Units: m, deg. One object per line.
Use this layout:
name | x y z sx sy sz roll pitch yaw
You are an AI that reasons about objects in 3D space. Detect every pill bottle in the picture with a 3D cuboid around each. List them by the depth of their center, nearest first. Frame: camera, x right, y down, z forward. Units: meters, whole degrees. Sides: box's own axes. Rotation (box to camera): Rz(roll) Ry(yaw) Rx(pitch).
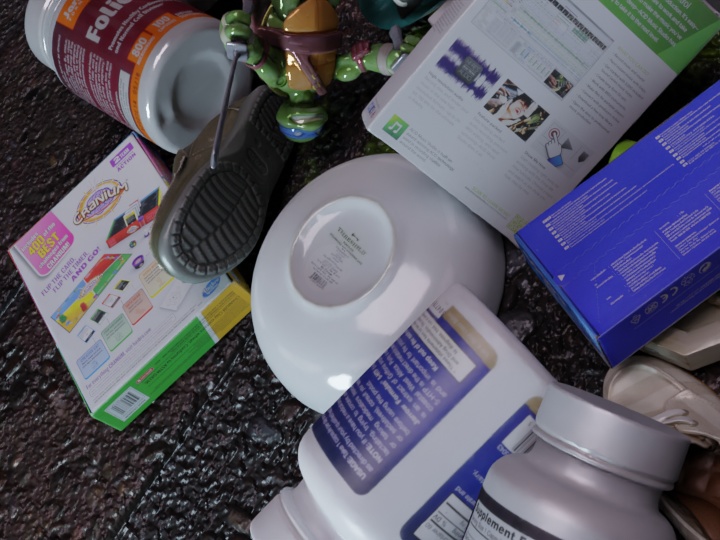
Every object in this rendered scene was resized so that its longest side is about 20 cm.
pill bottle | 0.105 0.170 0.646 0.110 0.111 0.203 23 93 35
pill bottle | 0.031 0.118 0.734 0.200 0.120 0.120 -44 53 2
pill bottle | -0.194 -0.186 1.012 0.199 0.114 0.115 31 83 36

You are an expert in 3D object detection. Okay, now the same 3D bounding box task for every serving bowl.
serving bowl | 0.000 0.000 0.844 0.197 0.066 0.203 -13 61 24

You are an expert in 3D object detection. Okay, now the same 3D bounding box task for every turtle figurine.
turtle figurine | -0.024 -0.181 0.843 0.141 0.200 0.197 1 105 5

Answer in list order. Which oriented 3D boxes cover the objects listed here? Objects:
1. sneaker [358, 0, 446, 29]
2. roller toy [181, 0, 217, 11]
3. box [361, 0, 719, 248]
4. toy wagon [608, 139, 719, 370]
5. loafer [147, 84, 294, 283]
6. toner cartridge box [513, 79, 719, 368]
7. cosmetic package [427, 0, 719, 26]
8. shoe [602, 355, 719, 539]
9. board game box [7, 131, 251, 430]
sneaker | 0.056 -0.242 0.872 0.072 0.080 0.199 51 130 -2
roller toy | -0.165 -0.330 1.025 0.199 0.182 0.140 34 84 37
box | 0.116 -0.130 0.765 0.200 0.144 0.036 -48 24 17
toy wagon | 0.225 -0.037 0.750 0.154 0.040 0.202 22 73 35
loafer | -0.111 -0.062 0.917 0.069 0.076 0.201 -15 32 35
toner cartridge box | 0.200 -0.041 0.712 0.199 0.043 0.095 -36 51 3
cosmetic package | 0.167 -0.199 0.858 0.200 0.052 0.151 -42 55 6
shoe | 0.202 0.119 0.678 0.070 0.053 0.201 -38 52 6
board game box | -0.189 0.003 0.962 0.153 0.040 0.201 -41 54 5
